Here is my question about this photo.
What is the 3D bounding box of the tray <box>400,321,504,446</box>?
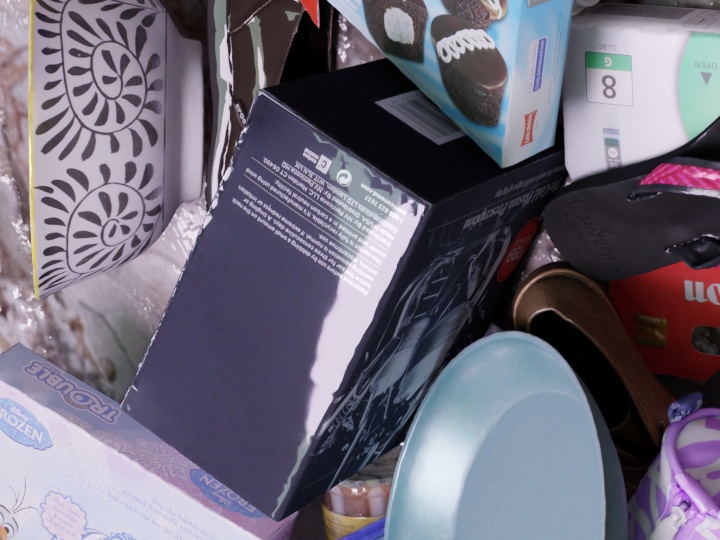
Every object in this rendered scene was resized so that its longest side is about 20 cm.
[{"bbox_3d":[0.074,0.078,1.185,0.199,0.022,0.108,38,127,15],"label":"tray"}]

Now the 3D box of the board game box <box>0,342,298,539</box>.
[{"bbox_3d":[-0.150,0.174,1.238,0.199,0.043,0.200,29,124,17],"label":"board game box"}]

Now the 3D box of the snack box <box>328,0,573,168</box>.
[{"bbox_3d":[0.028,-0.155,1.035,0.200,0.037,0.117,47,148,36],"label":"snack box"}]

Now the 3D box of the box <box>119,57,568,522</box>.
[{"bbox_3d":[0.000,0.000,1.069,0.104,0.200,0.183,34,115,16],"label":"box"}]

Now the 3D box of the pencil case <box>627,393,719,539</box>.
[{"bbox_3d":[0.147,0.160,1.036,0.084,0.085,0.201,38,128,21],"label":"pencil case"}]

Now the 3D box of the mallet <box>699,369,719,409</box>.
[{"bbox_3d":[0.248,0.047,1.023,0.066,0.041,0.200,43,135,-13],"label":"mallet"}]

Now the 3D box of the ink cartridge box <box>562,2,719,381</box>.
[{"bbox_3d":[0.181,-0.027,1.050,0.160,0.050,0.202,8,112,32],"label":"ink cartridge box"}]

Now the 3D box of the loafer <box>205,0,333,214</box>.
[{"bbox_3d":[-0.041,-0.073,1.164,0.071,0.073,0.202,9,115,33],"label":"loafer"}]

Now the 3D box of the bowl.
[{"bbox_3d":[-0.135,-0.085,1.187,0.093,0.201,0.203,0,116,-7],"label":"bowl"}]

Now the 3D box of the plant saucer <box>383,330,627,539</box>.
[{"bbox_3d":[0.074,0.131,1.031,0.200,0.036,0.202,-32,52,55],"label":"plant saucer"}]

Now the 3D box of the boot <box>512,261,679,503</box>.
[{"bbox_3d":[0.143,0.091,1.085,0.073,0.076,0.200,-36,98,13],"label":"boot"}]

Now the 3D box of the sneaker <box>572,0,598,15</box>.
[{"bbox_3d":[0.113,-0.161,1.031,0.199,0.073,0.071,20,130,37],"label":"sneaker"}]

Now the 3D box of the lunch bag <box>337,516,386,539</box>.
[{"bbox_3d":[0.011,0.226,1.165,0.198,0.094,0.152,-21,115,-2],"label":"lunch bag"}]

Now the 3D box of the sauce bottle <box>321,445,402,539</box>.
[{"bbox_3d":[0.018,0.202,1.253,0.064,0.065,0.202,6,115,32],"label":"sauce bottle"}]

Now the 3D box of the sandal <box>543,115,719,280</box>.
[{"bbox_3d":[0.161,-0.028,1.008,0.199,0.045,0.075,-23,110,46],"label":"sandal"}]

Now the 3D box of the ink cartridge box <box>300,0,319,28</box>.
[{"bbox_3d":[-0.059,-0.222,1.050,0.056,0.200,0.164,-4,113,-5],"label":"ink cartridge box"}]
